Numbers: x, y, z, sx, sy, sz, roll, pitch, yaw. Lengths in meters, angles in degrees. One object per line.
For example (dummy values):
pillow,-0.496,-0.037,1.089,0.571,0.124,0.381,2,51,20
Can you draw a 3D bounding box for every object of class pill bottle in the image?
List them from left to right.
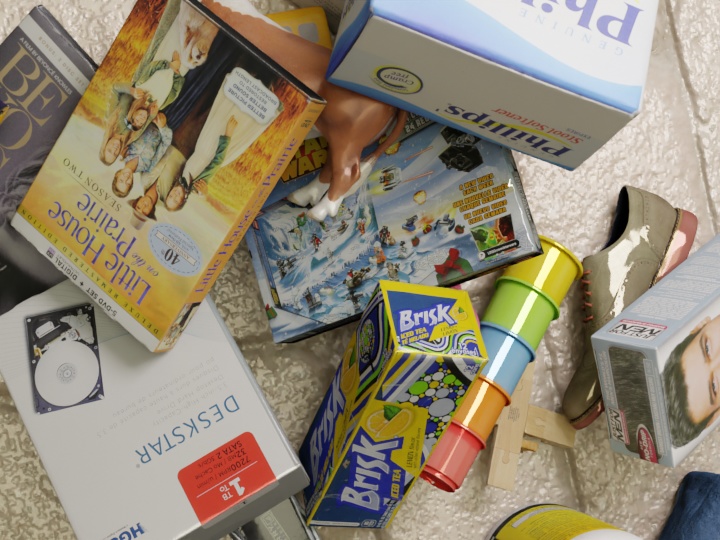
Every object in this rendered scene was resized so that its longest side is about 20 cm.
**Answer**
pill bottle,0.162,0.238,0.907,0.110,0.200,0.115,0,87,-11

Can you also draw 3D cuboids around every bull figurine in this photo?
bull figurine,-0.065,-0.119,0.849,0.198,0.065,0.123,25,98,20

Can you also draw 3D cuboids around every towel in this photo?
towel,0.243,0.249,0.969,0.048,0.112,0.202,32,82,1

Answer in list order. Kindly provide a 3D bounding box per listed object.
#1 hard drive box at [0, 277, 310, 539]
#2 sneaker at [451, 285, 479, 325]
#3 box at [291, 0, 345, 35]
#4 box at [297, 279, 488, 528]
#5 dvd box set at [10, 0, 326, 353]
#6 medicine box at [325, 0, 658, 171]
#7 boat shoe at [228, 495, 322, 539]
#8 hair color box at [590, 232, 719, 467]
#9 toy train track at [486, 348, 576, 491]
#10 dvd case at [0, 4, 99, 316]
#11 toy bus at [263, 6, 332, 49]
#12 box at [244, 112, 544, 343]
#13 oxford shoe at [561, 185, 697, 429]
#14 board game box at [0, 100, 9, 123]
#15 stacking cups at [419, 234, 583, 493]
hard drive box,-0.149,0.096,0.873,0.154,0.077,0.202,-30,72,-8
sneaker,0.000,0.000,0.940,0.199,0.074,0.088,40,95,7
box,0.074,-0.247,0.940,0.199,0.131,0.200,35,82,-9
box,0.016,0.100,0.877,0.069,0.201,0.065,6,44,-19
dvd box set,-0.131,-0.070,0.826,0.146,0.029,0.201,39,105,16
medicine box,0.093,-0.195,0.801,0.179,0.103,0.203,18,68,-12
boat shoe,-0.091,0.158,0.924,0.071,0.068,0.201,-35,95,-11
hair color box,0.262,0.052,0.953,0.199,0.060,0.100,-32,117,-36
toy train track,0.076,0.102,0.973,0.197,0.032,0.117,19,73,-18
dvd case,-0.241,-0.062,0.886,0.200,0.016,0.149,-42,96,15
toy bus,-0.118,-0.138,0.930,0.197,0.065,0.080,-12,90,-12
box,0.013,-0.045,0.872,0.197,0.040,0.139,-19,81,18
oxford shoe,0.195,0.027,0.993,0.074,0.070,0.202,29,72,-6
board game box,-0.366,-0.089,0.850,0.198,0.057,0.167,31,107,-7
stacking cups,0.097,0.068,0.941,0.060,0.060,0.201,36,71,-8
